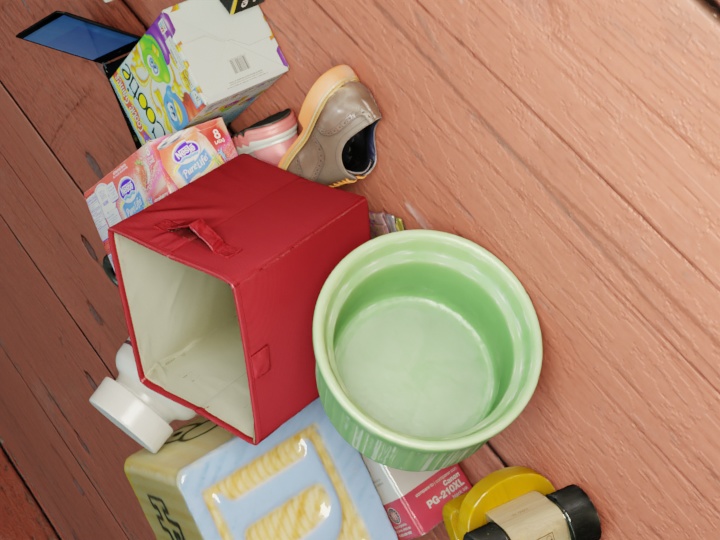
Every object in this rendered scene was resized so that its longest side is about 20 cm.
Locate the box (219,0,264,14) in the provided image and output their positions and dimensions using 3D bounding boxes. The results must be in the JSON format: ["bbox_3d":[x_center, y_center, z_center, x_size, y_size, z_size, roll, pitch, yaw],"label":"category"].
[{"bbox_3d":[-0.145,-0.371,1.178,0.201,0.049,0.160,55,149,14],"label":"box"}]

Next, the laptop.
[{"bbox_3d":[-0.314,-0.224,1.529,0.176,0.103,0.202,1,115,59],"label":"laptop"}]

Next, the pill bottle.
[{"bbox_3d":[-0.191,0.087,1.330,0.109,0.201,0.110,34,164,11],"label":"pill bottle"}]

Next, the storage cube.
[{"bbox_3d":[-0.103,0.019,1.167,0.170,0.179,0.202,21,130,36],"label":"storage cube"}]

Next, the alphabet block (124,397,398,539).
[{"bbox_3d":[-0.109,0.249,1.329,0.199,0.194,0.199,-7,107,64],"label":"alphabet block"}]

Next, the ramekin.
[{"bbox_3d":[0.052,0.076,1.089,0.201,0.199,0.098,52,157,17],"label":"ramekin"}]

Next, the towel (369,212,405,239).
[{"bbox_3d":[0.000,0.000,1.285,0.199,0.023,0.145,11,124,57],"label":"towel"}]

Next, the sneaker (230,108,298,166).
[{"bbox_3d":[-0.117,-0.106,1.335,0.199,0.073,0.088,-11,107,61],"label":"sneaker"}]

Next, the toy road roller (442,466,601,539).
[{"bbox_3d":[0.153,0.281,1.179,0.146,0.121,0.203,-149,41,-65],"label":"toy road roller"}]

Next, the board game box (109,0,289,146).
[{"bbox_3d":[-0.174,-0.206,1.309,0.104,0.104,0.199,63,151,-1],"label":"board game box"}]

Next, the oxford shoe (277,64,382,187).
[{"bbox_3d":[-0.029,-0.102,1.197,0.073,0.071,0.201,47,148,18],"label":"oxford shoe"}]

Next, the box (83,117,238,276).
[{"bbox_3d":[-0.205,-0.075,1.321,0.199,0.094,0.104,-24,90,56],"label":"box"}]

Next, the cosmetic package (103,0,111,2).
[{"bbox_3d":[-0.273,-0.404,1.324,0.107,0.084,0.202,42,147,33],"label":"cosmetic package"}]

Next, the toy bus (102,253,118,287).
[{"bbox_3d":[-0.201,-0.005,1.527,0.192,0.136,0.200,43,151,0],"label":"toy bus"}]

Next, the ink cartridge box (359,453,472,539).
[{"bbox_3d":[0.018,0.189,1.352,0.202,0.084,0.145,59,152,5],"label":"ink cartridge box"}]
